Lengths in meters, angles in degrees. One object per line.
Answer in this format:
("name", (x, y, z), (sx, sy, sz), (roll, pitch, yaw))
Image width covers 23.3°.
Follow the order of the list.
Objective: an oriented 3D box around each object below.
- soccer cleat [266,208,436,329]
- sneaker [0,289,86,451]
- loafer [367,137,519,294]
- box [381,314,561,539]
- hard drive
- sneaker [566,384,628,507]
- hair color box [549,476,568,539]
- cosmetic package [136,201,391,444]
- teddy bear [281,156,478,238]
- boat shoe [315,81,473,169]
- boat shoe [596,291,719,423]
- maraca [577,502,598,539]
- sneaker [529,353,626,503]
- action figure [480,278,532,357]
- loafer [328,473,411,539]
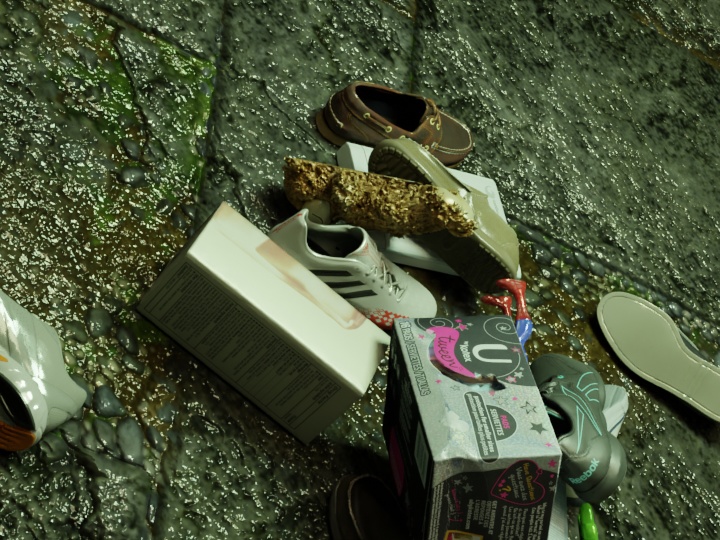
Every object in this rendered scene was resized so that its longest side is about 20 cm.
("soccer cleat", (0.000, 0.000, 1.685), (0.200, 0.085, 0.069), (24, 44, -24))
("sneaker", (-0.296, 0.048, 1.409), (0.092, 0.076, 0.200), (-22, 81, -56))
("loafer", (0.087, -0.061, 1.787), (0.200, 0.076, 0.067), (48, 37, -12))
("box", (0.094, 0.145, 1.509), (0.114, 0.133, 0.200), (-2, 34, -10))
("hard drive", (0.073, -0.058, 1.843), (0.199, 0.027, 0.132), (12, 51, -35))
("sneaker", (0.225, 0.173, 1.758), (0.200, 0.073, 0.071), (-41, 129, -62))
("hair color box", (0.131, 0.265, 1.560), (0.061, 0.099, 0.200), (35, 40, -31))
("cosmetic package", (-0.085, 0.047, 1.559), (0.200, 0.103, 0.087), (41, 41, -8))
("teddy bear", (0.017, -0.061, 1.695), (0.199, 0.067, 0.145), (11, 1, 0))
("boat shoe", (0.050, -0.156, 1.873), (0.199, 0.070, 0.071), (6, 52, -39))
("boat shoe", (0.338, 0.098, 1.936), (0.200, 0.073, 0.063), (38, -3, -1))
("maraca", (0.213, 0.313, 1.573), (0.107, 0.137, 0.201), (-5, 71, 0))
("sneaker", (0.186, 0.128, 1.610), (0.079, 0.075, 0.200), (34, 17, -25))
("action figure", (0.151, 0.111, 1.736), (0.052, 0.065, 0.201), (4, 63, -25))
("loafer", (0.040, 0.257, 1.512), (0.073, 0.071, 0.200), (-4, 57, -43))
